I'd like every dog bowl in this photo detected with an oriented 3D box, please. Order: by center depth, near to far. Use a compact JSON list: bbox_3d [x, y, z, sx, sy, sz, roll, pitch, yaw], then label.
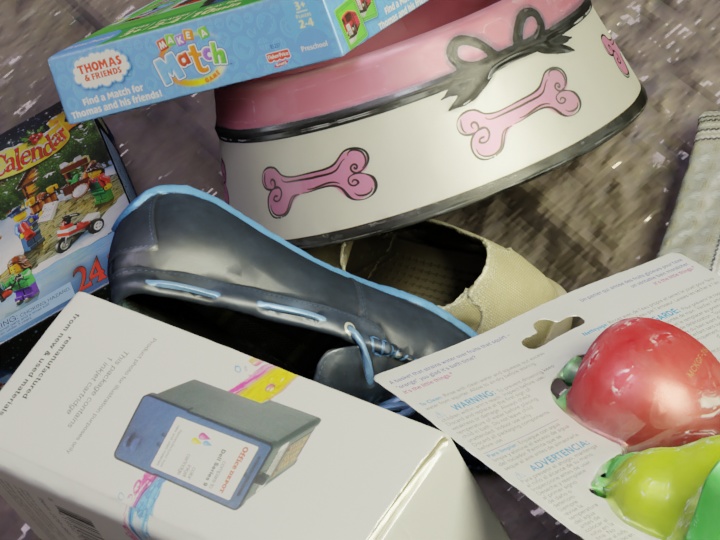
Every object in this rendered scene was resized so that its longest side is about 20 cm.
[{"bbox_3d":[0.023,-0.079,1.165,0.199,0.074,0.200,-18,13,4],"label":"dog bowl"}]

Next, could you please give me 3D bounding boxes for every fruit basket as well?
[{"bbox_3d":[0.134,0.071,0.987,0.185,0.094,0.200,-21,40,-41],"label":"fruit basket"}]

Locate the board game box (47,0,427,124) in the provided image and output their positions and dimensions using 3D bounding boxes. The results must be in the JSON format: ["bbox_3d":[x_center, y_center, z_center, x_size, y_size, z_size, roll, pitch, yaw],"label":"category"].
[{"bbox_3d":[-0.026,-0.127,1.187,0.151,0.037,0.200,-11,15,33],"label":"board game box"}]

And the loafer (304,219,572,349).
[{"bbox_3d":[0.000,0.000,1.183,0.199,0.068,0.076,6,57,30],"label":"loafer"}]

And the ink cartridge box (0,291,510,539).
[{"bbox_3d":[-0.038,0.106,1.034,0.200,0.145,0.088,20,64,38],"label":"ink cartridge box"}]

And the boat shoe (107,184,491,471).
[{"bbox_3d":[-0.022,0.042,1.098,0.199,0.084,0.069,24,43,-10],"label":"boat shoe"}]

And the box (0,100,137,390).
[{"bbox_3d":[-0.200,0.009,1.296,0.200,0.038,0.137,-29,47,2],"label":"box"}]

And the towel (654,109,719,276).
[{"bbox_3d":[0.202,0.011,1.098,0.192,0.035,0.200,6,58,30],"label":"towel"}]
